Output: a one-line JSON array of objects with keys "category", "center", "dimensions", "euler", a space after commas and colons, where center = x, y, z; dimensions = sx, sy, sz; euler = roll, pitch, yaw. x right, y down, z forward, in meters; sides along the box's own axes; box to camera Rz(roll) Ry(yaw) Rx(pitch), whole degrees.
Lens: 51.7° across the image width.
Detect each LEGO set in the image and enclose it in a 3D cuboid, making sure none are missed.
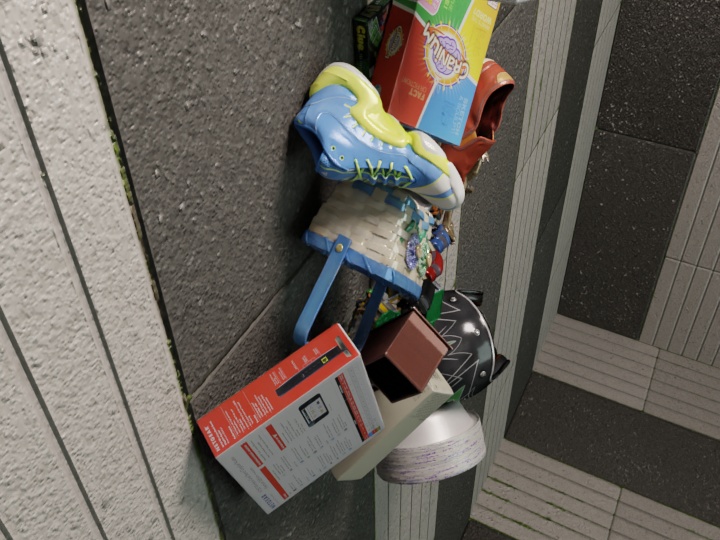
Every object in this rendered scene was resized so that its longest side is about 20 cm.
[{"category": "LEGO set", "center": [0.036, 0.068, 1.092], "dimensions": [0.152, 0.116, 0.203], "euler": [-30, 140, -19]}]

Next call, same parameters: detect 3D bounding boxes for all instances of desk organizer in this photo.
[{"category": "desk organizer", "center": [0.022, 0.126, 0.955], "dimensions": [0.077, 0.072, 0.199], "euler": [-51, -170, -35]}]

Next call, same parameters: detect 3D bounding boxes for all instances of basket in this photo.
[{"category": "basket", "center": [0.000, 0.000, 0.856], "dimensions": [0.204, 0.137, 0.176], "euler": [-63, 159, 3]}]

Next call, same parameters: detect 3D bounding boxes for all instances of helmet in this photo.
[{"category": "helmet", "center": [0.149, 0.127, 1.254], "dimensions": [0.189, 0.197, 0.206], "euler": [-8, 115, -57]}]

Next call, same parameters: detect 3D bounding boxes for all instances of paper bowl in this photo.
[{"category": "paper bowl", "center": [0.114, 0.284, 1.295], "dimensions": [0.200, 0.196, 0.107], "euler": [-18, 96, -64]}]

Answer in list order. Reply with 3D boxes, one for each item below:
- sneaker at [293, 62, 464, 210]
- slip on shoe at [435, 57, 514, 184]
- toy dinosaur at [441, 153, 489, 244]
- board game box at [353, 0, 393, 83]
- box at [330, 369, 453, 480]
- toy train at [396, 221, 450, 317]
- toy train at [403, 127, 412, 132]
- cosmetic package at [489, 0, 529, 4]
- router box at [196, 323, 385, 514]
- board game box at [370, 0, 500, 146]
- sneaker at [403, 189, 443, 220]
[{"category": "sneaker", "center": [0.012, -0.113, 0.768], "dimensions": [0.105, 0.200, 0.076], "euler": [-47, 179, -14]}, {"category": "slip on shoe", "center": [0.143, -0.171, 0.975], "dimensions": [0.073, 0.061, 0.204], "euler": [-6, 123, -49]}, {"category": "toy dinosaur", "center": [0.149, -0.144, 1.104], "dimensions": [0.101, 0.057, 0.204], "euler": [113, -2, -67]}, {"category": "board game box", "center": [0.047, -0.298, 0.903], "dimensions": [0.201, 0.023, 0.106], "euler": [-56, 156, -38]}, {"category": "box", "center": [0.034, 0.212, 1.069], "dimensions": [0.200, 0.069, 0.082], "euler": [-44, 152, 13]}, {"category": "toy train", "center": [0.089, -0.005, 0.991], "dimensions": [0.034, 0.045, 0.202], "euler": [55, 31, -24]}, {"category": "toy train", "center": [0.098, -0.254, 0.974], "dimensions": [0.201, 0.083, 0.117], "euler": [-50, 153, -27]}, {"category": "cosmetic package", "center": [0.082, -0.316, 0.731], "dimensions": [0.101, 0.196, 0.076], "euler": [-37, 141, -55]}, {"category": "router box", "center": [-0.067, 0.172, 0.831], "dimensions": [0.177, 0.049, 0.202], "euler": [-33, 147, -12]}, {"category": "board game box", "center": [0.091, -0.267, 0.882], "dimensions": [0.151, 0.040, 0.205], "euler": [8, 100, -48]}, {"category": "sneaker", "center": [0.088, -0.096, 1.087], "dimensions": [0.202, 0.076, 0.114], "euler": [-58, 154, -33]}]
